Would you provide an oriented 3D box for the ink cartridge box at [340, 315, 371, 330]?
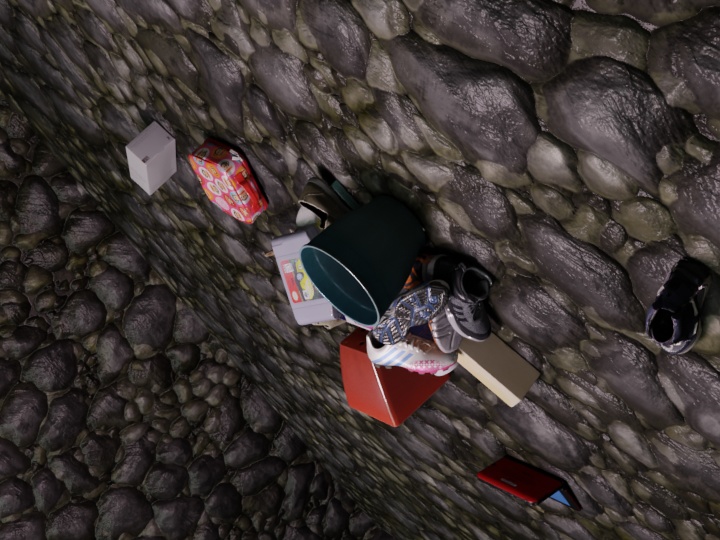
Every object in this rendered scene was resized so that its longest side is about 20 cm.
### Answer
[{"bbox_3d":[0.032,0.090,1.851,0.199,0.095,0.037,14,145,52],"label":"ink cartridge box"}]

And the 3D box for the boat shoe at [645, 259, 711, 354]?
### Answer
[{"bbox_3d":[0.426,0.077,1.119,0.074,0.093,0.201,29,154,32],"label":"boat shoe"}]

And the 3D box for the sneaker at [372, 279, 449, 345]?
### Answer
[{"bbox_3d":[0.094,0.063,1.519,0.075,0.078,0.199,38,134,-17],"label":"sneaker"}]

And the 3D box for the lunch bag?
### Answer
[{"bbox_3d":[-0.307,-0.208,1.924,0.175,0.082,0.201,26,152,37],"label":"lunch bag"}]

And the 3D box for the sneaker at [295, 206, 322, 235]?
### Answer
[{"bbox_3d":[-0.082,-0.060,1.763,0.075,0.104,0.203,17,117,41],"label":"sneaker"}]

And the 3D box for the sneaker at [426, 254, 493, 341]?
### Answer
[{"bbox_3d":[0.207,0.059,1.502,0.201,0.075,0.113,55,159,-21],"label":"sneaker"}]

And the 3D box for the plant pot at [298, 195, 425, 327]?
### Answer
[{"bbox_3d":[0.017,-0.032,1.519,0.199,0.188,0.201,36,157,18],"label":"plant pot"}]

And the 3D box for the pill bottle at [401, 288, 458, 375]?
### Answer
[{"bbox_3d":[0.131,0.126,1.716,0.201,0.112,0.112,52,157,-18],"label":"pill bottle"}]

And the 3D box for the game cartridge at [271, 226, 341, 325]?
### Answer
[{"bbox_3d":[-0.111,0.014,1.720,0.132,0.041,0.203,-13,98,39],"label":"game cartridge"}]

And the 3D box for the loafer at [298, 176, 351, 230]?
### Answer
[{"bbox_3d":[-0.050,-0.096,1.629,0.200,0.070,0.075,45,158,-3],"label":"loafer"}]

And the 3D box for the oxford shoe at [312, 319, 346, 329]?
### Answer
[{"bbox_3d":[-0.064,0.104,1.984,0.071,0.074,0.199,42,-167,27],"label":"oxford shoe"}]

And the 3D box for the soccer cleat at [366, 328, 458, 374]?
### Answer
[{"bbox_3d":[0.098,0.158,1.632,0.197,0.070,0.087,-1,121,27],"label":"soccer cleat"}]

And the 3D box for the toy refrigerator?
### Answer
[{"bbox_3d":[0.258,0.179,1.638,0.199,0.076,0.070,40,159,8],"label":"toy refrigerator"}]

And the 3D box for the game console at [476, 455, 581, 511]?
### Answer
[{"bbox_3d":[0.416,0.552,2.002,0.199,0.171,0.121,12,117,53],"label":"game console"}]

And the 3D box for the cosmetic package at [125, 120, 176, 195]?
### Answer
[{"bbox_3d":[-0.560,-0.300,2.169,0.081,0.113,0.200,41,157,5],"label":"cosmetic package"}]

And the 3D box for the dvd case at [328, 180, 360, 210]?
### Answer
[{"bbox_3d":[-0.041,-0.108,1.714,0.146,0.022,0.200,47,159,-9],"label":"dvd case"}]

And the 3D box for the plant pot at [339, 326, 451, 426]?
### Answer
[{"bbox_3d":[0.063,0.219,1.928,0.199,0.199,0.178,11,132,53],"label":"plant pot"}]

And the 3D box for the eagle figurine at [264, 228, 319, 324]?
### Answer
[{"bbox_3d":[-0.096,-0.004,1.851,0.201,0.151,0.150,54,-158,15],"label":"eagle figurine"}]

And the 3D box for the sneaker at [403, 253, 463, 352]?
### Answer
[{"bbox_3d":[0.143,0.059,1.599,0.112,0.077,0.203,13,118,64],"label":"sneaker"}]
